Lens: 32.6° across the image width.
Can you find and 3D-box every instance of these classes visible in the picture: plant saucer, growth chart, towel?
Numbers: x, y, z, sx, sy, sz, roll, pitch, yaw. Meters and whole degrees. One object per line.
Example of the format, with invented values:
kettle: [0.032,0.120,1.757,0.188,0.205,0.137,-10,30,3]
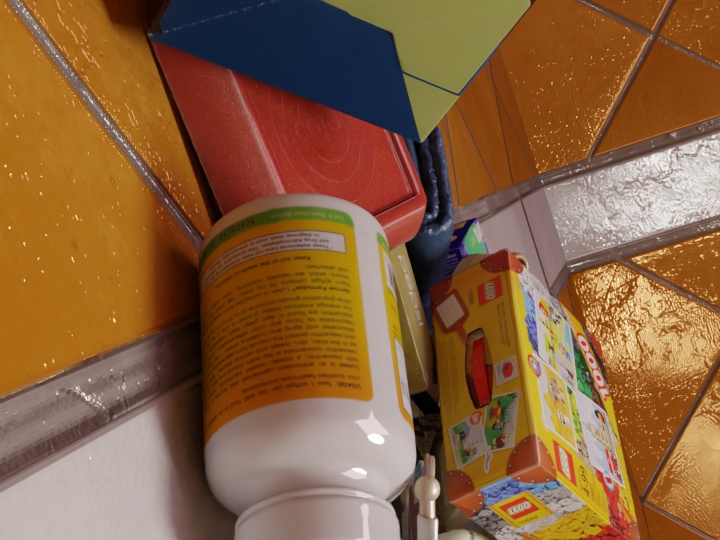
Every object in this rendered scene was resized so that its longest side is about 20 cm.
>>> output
plant saucer: [-0.033,-0.095,0.827,0.199,0.037,0.201,-29,98,-54]
growth chart: [0.035,0.180,0.717,0.200,0.018,0.145,94,-4,-80]
towel: [0.041,-0.026,1.039,0.200,0.048,0.112,96,-12,-60]

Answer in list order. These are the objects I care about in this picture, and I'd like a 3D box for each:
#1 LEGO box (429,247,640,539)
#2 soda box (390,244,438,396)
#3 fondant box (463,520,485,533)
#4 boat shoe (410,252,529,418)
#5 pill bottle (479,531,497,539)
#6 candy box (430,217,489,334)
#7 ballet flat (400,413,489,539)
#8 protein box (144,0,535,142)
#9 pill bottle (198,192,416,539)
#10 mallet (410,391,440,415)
LEGO box: [0.129,0.109,0.928,0.149,0.077,0.201,41,32,-36]
soda box: [0.000,0.000,0.928,0.064,0.067,0.201,-4,78,-76]
fondant box: [0.163,0.222,1.124,0.200,0.144,0.058,16,58,-72]
boat shoe: [0.100,0.073,1.092,0.071,0.064,0.201,28,68,-34]
pill bottle: [0.134,0.304,0.983,0.115,0.114,0.200,-88,154,-52]
candy box: [0.109,0.064,1.238,0.169,0.077,0.201,-48,120,-73]
ballet flat: [0.061,0.187,0.925,0.068,0.075,0.201,44,30,-37]
protein box: [-0.022,-0.220,0.771,0.198,0.135,0.201,18,41,-29]
pill bottle: [-0.029,0.068,0.659,0.111,0.111,0.201,54,24,-51]
mallet: [0.089,0.147,1.007,0.200,0.041,0.066,52,-18,11]
